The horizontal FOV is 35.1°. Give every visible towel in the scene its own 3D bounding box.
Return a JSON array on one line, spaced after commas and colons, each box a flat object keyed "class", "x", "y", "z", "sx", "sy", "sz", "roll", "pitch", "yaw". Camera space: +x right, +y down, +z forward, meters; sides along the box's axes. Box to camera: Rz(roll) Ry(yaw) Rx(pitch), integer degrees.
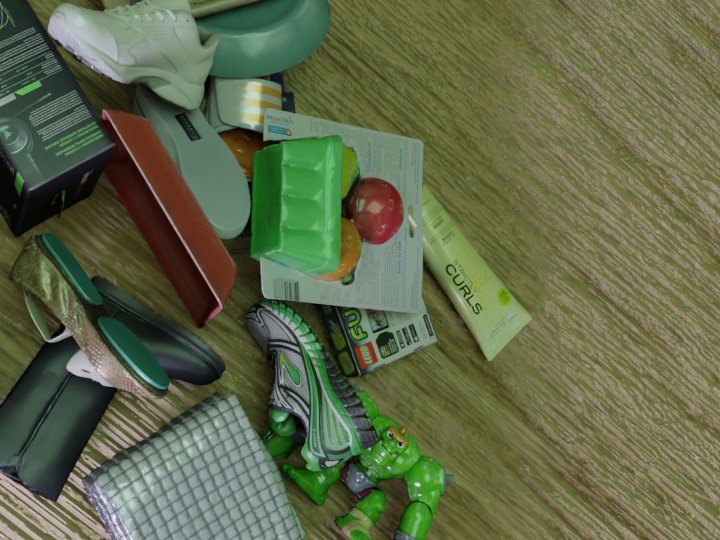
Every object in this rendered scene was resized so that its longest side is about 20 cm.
[{"class": "towel", "x": -0.149, "y": 0.240, "z": 1.079, "sx": 0.165, "sy": 0.085, "sz": 0.202, "roll": -30, "pitch": 100, "yaw": -31}]

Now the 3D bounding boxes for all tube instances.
[{"class": "tube", "x": 0.110, "y": -0.002, "z": 1.260, "sx": 0.058, "sy": 0.052, "sz": 0.201, "roll": -34, "pitch": 98, "yaw": 17}]

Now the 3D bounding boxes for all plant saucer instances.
[{"class": "plant saucer", "x": -0.179, "y": -0.048, "z": 1.074, "sx": 0.037, "sy": 0.200, "sz": 0.201, "roll": -32, "pitch": 90, "yaw": -16}, {"class": "plant saucer", "x": -0.129, "y": -0.283, "z": 1.187, "sx": 0.197, "sy": 0.036, "sz": 0.202, "roll": 3, "pitch": 53, "yaw": -4}]

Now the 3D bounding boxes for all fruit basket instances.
[{"class": "fruit basket", "x": -0.018, "y": -0.056, "z": 1.143, "sx": 0.199, "sy": 0.093, "sz": 0.188, "roll": 7, "pitch": 80, "yaw": -42}]

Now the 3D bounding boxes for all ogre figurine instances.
[{"class": "ogre figurine", "x": 0.004, "y": 0.202, "z": 1.150, "sx": 0.200, "sy": 0.098, "sz": 0.120, "roll": 39, "pitch": 78, "yaw": 26}]

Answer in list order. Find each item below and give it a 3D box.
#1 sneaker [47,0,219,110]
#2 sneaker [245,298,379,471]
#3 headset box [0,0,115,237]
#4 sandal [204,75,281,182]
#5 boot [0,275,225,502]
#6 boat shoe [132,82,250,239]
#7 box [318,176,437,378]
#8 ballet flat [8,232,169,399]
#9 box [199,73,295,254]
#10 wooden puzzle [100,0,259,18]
[{"class": "sneaker", "x": -0.204, "y": -0.222, "z": 1.051, "sx": 0.078, "sy": 0.199, "sz": 0.100, "roll": 31, "pitch": 99, "yaw": 26}, {"class": "sneaker", "x": -0.066, "y": 0.108, "z": 1.120, "sx": 0.085, "sy": 0.078, "sz": 0.200, "roll": -30, "pitch": 54, "yaw": -10}, {"class": "headset box", "x": -0.321, "y": -0.143, "z": 1.058, "sx": 0.092, "sy": 0.174, "sz": 0.201, "roll": -33, "pitch": 92, "yaw": -24}, {"class": "sandal", "x": -0.120, "y": -0.195, "z": 1.174, "sx": 0.078, "sy": 0.059, "sz": 0.209, "roll": 1, "pitch": 73, "yaw": -20}, {"class": "boot", "x": -0.246, "y": 0.129, "z": 1.080, "sx": 0.164, "sy": 0.066, "sz": 0.201, "roll": 30, "pitch": 63, "yaw": 1}, {"class": "boat shoe", "x": -0.176, "y": -0.105, "z": 1.142, "sx": 0.070, "sy": 0.070, "sz": 0.201, "roll": -19, "pitch": 67, "yaw": -36}, {"class": "box", "x": 0.000, "y": 0.000, "z": 1.202, "sx": 0.109, "sy": 0.035, "sz": 0.202, "roll": -20, "pitch": 93, "yaw": -32}, {"class": "ballet flat", "x": -0.254, "y": 0.056, "z": 1.049, "sx": 0.065, "sy": 0.070, "sz": 0.200, "roll": -43, "pitch": 73, "yaw": 7}, {"class": "box", "x": -0.122, "y": -0.120, "z": 1.205, "sx": 0.120, "sy": 0.032, "sz": 0.202, "roll": -5, "pitch": 79, "yaw": -22}, {"class": "wooden puzzle", "x": -0.192, "y": -0.333, "z": 1.166, "sx": 0.184, "sy": 0.047, "sz": 0.201, "roll": -21, "pitch": 58, "yaw": -20}]
